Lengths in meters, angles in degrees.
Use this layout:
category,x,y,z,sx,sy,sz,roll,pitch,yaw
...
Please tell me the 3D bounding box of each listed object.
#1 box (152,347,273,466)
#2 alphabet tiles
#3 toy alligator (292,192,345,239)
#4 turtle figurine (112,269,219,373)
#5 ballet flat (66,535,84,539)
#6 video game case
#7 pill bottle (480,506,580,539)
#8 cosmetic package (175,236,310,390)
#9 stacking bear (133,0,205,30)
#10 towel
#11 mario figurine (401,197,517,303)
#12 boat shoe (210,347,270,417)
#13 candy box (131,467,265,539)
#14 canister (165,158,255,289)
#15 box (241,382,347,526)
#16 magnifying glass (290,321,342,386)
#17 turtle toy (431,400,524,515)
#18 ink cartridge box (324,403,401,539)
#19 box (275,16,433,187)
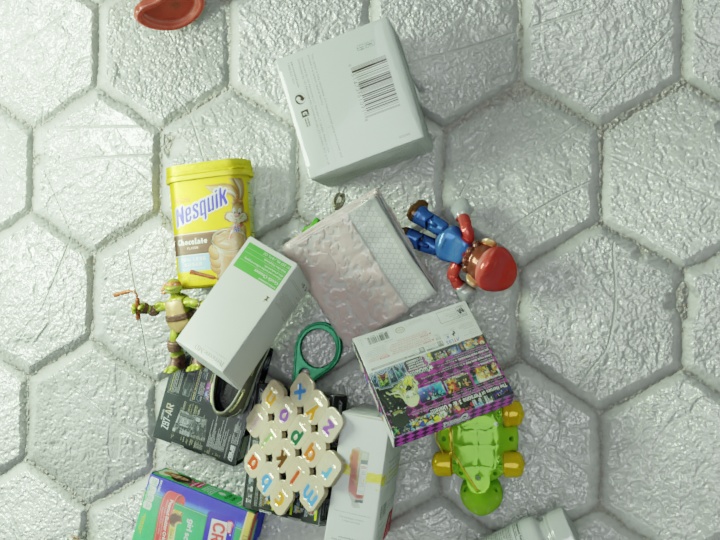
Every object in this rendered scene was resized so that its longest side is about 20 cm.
category,x,y,z,sx,sy,sz,roll,pitch,yaw
box,-0.249,0.207,1.498,0.157,0.043,0.205,16,91,12
alphabet tiles,-0.104,0.269,1.377,0.200,0.014,0.198,44,109,34
toy alligator,-0.088,-0.046,1.470,0.054,0.059,0.203,33,96,51
turtle figurine,-0.305,0.083,1.454,0.195,0.064,0.165,-7,96,14
ballet flat,-0.446,0.543,1.525,0.063,0.075,0.204,-21,88,-21
video game case,0.107,0.152,1.343,0.196,0.036,0.183,-18,54,-12
pill bottle,0.242,0.449,1.353,0.197,0.113,0.115,-29,83,9
cosmetic package,-0.179,0.066,1.377,0.106,0.085,0.202,26,72,23
stacking bear,-0.350,-0.523,1.511,0.120,0.113,0.203,-32,71,17
towel,0.000,0.000,1.413,0.189,0.032,0.202,-30,103,18
mario figurine,0.162,-0.032,1.417,0.198,0.125,0.106,31,53,18
boat shoe,-0.193,0.139,1.434,0.071,0.060,0.206,15,88,12
candy box,-0.275,0.447,1.479,0.196,0.077,0.173,17,91,10
canister,-0.246,-0.076,1.486,0.145,0.086,0.205,-6,89,13
box,-0.107,0.291,1.421,0.157,0.044,0.205,3,84,32
magnifying glass,-0.096,0.180,1.480,0.079,0.022,0.203,29,92,11
turtle toy,0.184,0.280,1.376,0.142,0.101,0.205,-1,88,12
ink cartridge box,0.010,0.319,1.390,0.081,0.145,0.205,9,90,13
box,-0.007,-0.263,1.418,0.196,0.131,0.203,-18,85,11
